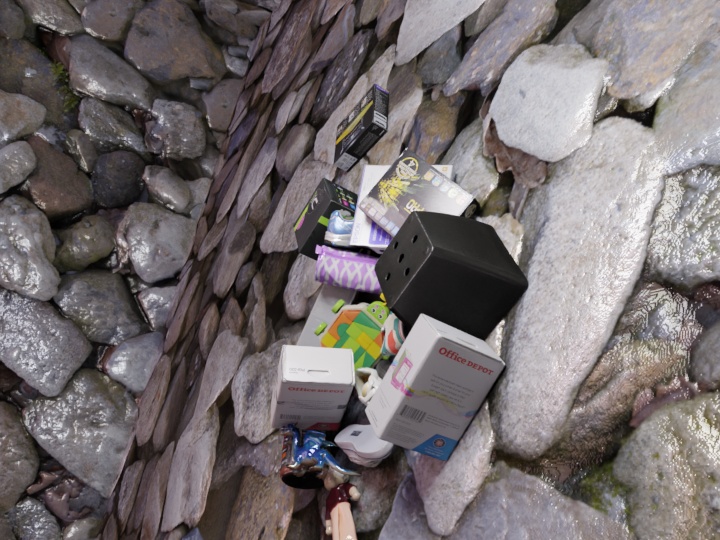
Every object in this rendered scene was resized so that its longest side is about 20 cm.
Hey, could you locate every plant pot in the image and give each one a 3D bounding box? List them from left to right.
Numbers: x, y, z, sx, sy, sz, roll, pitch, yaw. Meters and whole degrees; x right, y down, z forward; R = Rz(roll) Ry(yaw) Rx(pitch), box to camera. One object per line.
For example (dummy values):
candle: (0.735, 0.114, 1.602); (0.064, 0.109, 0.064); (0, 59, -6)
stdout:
plant pot: (0.140, 0.010, 1.275); (0.201, 0.176, 0.200); (-54, 29, 22)

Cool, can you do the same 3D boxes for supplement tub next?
supplement tub: (-0.114, 0.358, 1.563); (0.107, 0.106, 0.202); (-41, 35, 41)

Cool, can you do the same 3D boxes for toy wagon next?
toy wagon: (-0.001, 0.130, 1.486); (0.201, 0.155, 0.040); (-53, -8, 26)

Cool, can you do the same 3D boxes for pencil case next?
pencil case: (0.000, 0.000, 1.535); (0.086, 0.197, 0.085); (101, 176, -58)

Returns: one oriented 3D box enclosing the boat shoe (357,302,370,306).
boat shoe: (-0.024, 0.165, 1.567); (0.201, 0.074, 0.062); (-60, 6, 18)

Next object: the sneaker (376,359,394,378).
sneaker: (0.104, 0.184, 1.342); (0.105, 0.059, 0.200); (-64, 30, 7)

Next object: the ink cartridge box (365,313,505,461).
ink cartridge box: (0.121, 0.193, 1.195); (0.202, 0.143, 0.085); (-60, 25, 14)

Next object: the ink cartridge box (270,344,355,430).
ink cartridge box: (-0.100, 0.239, 1.458); (0.201, 0.143, 0.086); (109, 162, -51)

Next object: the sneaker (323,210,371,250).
sneaker: (0.022, -0.081, 1.553); (0.076, 0.197, 0.078); (179, 96, -72)

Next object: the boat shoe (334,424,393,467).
boat shoe: (0.018, 0.336, 1.373); (0.073, 0.066, 0.200); (-37, 9, -19)

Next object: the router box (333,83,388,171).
router box: (0.001, -0.397, 2.023); (0.200, 0.052, 0.159); (-40, 36, 44)

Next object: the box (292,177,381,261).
box: (-0.032, -0.090, 1.663); (0.149, 0.198, 0.125); (-56, 28, 21)

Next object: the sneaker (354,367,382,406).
sneaker: (0.043, 0.250, 1.375); (0.077, 0.080, 0.200); (-62, 27, 5)

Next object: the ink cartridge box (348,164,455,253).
ink cartridge box: (0.089, -0.129, 1.516); (0.197, 0.043, 0.201); (3, 66, 19)

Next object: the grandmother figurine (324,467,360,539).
grandmother figurine: (-0.039, 0.457, 1.392); (0.121, 0.060, 0.201); (-45, 34, 21)

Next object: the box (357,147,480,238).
box: (0.114, -0.128, 1.445); (0.162, 0.049, 0.200); (-49, 59, 4)

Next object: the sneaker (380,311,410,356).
sneaker: (0.077, 0.086, 1.418); (0.093, 0.070, 0.201); (-37, 25, 33)

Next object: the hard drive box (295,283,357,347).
hard drive box: (-0.074, 0.113, 1.649); (0.156, 0.076, 0.202); (-17, -48, -85)

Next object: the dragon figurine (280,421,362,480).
dragon figurine: (-0.086, 0.353, 1.431); (0.197, 0.059, 0.100); (-5, 52, 30)
